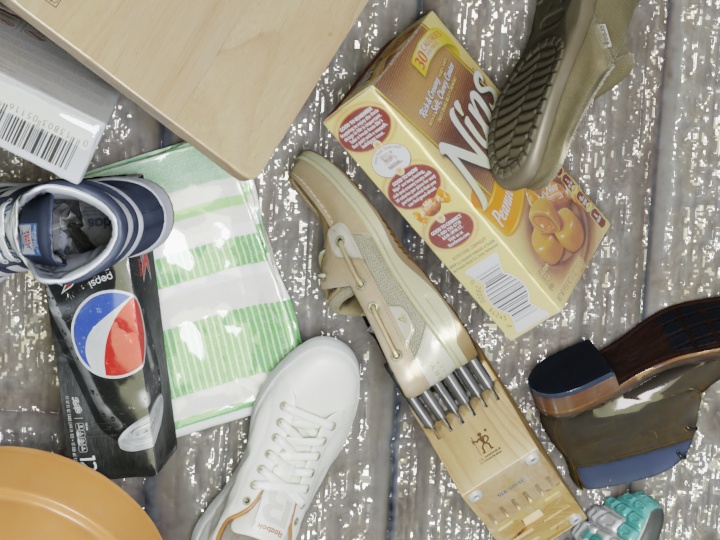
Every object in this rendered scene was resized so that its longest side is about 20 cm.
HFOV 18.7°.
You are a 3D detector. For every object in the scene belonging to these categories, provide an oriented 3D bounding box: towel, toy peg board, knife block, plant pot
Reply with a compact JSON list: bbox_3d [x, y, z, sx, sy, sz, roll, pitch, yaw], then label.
[{"bbox_3d":[-0.128,0.015,1.542,0.152,0.023,0.201,-18,102,1],"label":"towel"},{"bbox_3d":[-0.112,-0.193,1.423,0.199,0.098,0.201,36,75,-19],"label":"toy peg board"},{"bbox_3d":[0.074,0.095,1.558,0.064,0.176,0.200,-32,146,4],"label":"knife block"},{"bbox_3d":[-0.241,0.239,1.481,0.199,0.140,0.201,6,127,8],"label":"plant pot"}]

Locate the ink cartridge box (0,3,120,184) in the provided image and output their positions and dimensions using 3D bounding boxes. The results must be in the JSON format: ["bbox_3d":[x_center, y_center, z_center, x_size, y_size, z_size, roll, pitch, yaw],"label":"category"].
[{"bbox_3d":[-0.236,-0.131,1.419,0.159,0.200,0.047,25,103,-8],"label":"ink cartridge box"}]

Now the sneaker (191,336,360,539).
[{"bbox_3d":[-0.051,0.146,1.530,0.072,0.085,0.201,21,106,-18],"label":"sneaker"}]

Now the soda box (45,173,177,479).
[{"bbox_3d":[-0.173,0.038,1.497,0.063,0.071,0.201,-5,101,9],"label":"soda box"}]

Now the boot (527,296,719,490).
[{"bbox_3d":[0.224,0.086,1.563,0.199,0.075,0.097,-17,119,1],"label":"boot"}]

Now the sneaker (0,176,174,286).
[{"bbox_3d":[-0.228,-0.021,1.402,0.199,0.108,0.071,-9,96,11],"label":"sneaker"}]

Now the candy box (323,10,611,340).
[{"bbox_3d":[0.075,-0.065,1.488,0.055,0.116,0.200,-32,104,38],"label":"candy box"}]

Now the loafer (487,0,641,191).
[{"bbox_3d":[0.146,-0.135,1.473,0.067,0.076,0.201,30,67,-22],"label":"loafer"}]

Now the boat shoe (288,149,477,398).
[{"bbox_3d":[0.000,0.000,1.479,0.065,0.072,0.200,-36,62,-2],"label":"boat shoe"}]

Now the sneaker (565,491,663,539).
[{"bbox_3d":[0.180,0.256,1.591,0.091,0.078,0.201,20,103,-23],"label":"sneaker"}]
